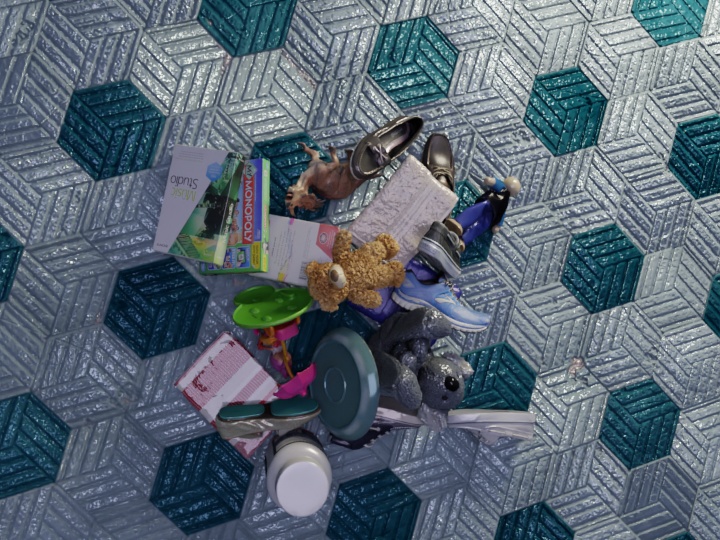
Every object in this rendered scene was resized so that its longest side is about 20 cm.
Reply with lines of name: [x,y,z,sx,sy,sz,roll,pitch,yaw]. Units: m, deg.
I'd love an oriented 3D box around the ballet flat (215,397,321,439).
ballet flat: [-0.169,0.278,1.217,0.195,0.068,0.064,-3,112,-2]

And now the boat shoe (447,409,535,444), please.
boat shoe: [0.257,0.312,1.302,0.195,0.074,0.067,4,84,-9]

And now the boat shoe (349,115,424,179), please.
boat shoe: [0.052,-0.241,1.239,0.200,0.056,0.068,-46,115,-37]

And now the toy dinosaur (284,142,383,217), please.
toy dinosaur: [-0.060,-0.166,1.254,0.196,0.085,0.139,4,99,-26]

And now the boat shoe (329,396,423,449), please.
boat shoe: [0.030,0.299,1.271,0.195,0.075,0.095,12,101,-8]

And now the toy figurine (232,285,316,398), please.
toy figurine: [-0.151,0.142,1.205,0.148,0.198,0.188,-23,114,-28]

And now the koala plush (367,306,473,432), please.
koala plush: [0.119,0.188,1.218,0.198,0.183,0.180,35,70,-24]

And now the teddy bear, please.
teddy bear: [0.000,0.000,1.165,0.196,0.066,0.149,2,90,-32]

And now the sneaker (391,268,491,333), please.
sneaker: [0.161,0.056,1.239,0.196,0.079,0.091,22,93,-8]

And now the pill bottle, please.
pill bottle: [-0.111,0.361,1.171,0.116,0.200,0.123,0,89,-9]

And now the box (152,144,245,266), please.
box: [-0.295,-0.121,1.197,0.141,0.036,0.205,10,88,23]

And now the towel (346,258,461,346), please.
towel: [0.086,0.049,1.292,0.198,0.050,0.150,32,90,-8]

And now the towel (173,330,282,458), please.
towel: [-0.235,0.234,1.243,0.144,0.023,0.200,-45,95,-6]

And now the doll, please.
doll: [0.251,-0.125,1.298,0.199,0.048,0.139,-37,134,-25]

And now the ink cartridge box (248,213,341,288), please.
ink cartridge box: [-0.136,-0.036,1.223,0.195,0.067,0.119,12,86,11]

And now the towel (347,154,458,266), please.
towel: [0.077,-0.102,1.236,0.132,0.034,0.201,39,91,-8]

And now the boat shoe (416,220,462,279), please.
boat shoe: [0.162,-0.038,1.232,0.071,0.200,0.072,32,88,20]

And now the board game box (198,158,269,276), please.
board game box: [-0.231,-0.096,1.203,0.131,0.029,0.206,-3,82,22]

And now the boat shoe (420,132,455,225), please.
boat shoe: [0.159,-0.172,1.293,0.073,0.073,0.206,0,89,-10]

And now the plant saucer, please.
plant saucer: [-0.039,0.207,1.194,0.027,0.198,0.206,1,89,-40]
